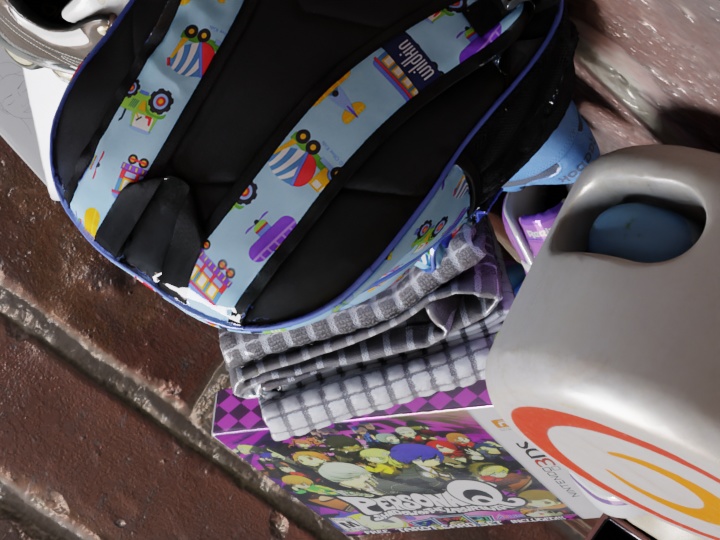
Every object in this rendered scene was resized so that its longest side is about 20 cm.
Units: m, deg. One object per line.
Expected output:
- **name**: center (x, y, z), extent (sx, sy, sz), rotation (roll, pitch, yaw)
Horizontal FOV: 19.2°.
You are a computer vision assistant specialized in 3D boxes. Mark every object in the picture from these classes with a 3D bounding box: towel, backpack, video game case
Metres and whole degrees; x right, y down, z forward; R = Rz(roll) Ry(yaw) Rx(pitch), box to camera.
- **towel**: center (0.000, 0.000, 1.219), extent (0.200, 0.165, 0.086), rotation (-99, -8, -63)
- **backpack**: center (-0.024, -0.064, 0.915), extent (0.182, 0.200, 0.135), rotation (33, 172, 17)
- **video game case**: center (0.039, 0.112, 1.303), extent (0.200, 0.036, 0.181), rotation (-7, 150, 26)

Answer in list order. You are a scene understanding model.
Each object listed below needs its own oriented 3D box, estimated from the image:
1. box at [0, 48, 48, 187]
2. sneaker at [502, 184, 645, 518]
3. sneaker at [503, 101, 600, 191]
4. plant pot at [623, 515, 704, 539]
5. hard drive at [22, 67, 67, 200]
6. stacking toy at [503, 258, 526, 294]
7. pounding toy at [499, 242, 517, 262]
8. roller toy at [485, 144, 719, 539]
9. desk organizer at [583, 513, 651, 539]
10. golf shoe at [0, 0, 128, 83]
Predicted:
- **box**: center (-0.163, -0.114, 1.319), extent (0.200, 0.124, 0.097), rotation (47, 180, 11)
- **sneaker**: center (0.113, 0.027, 1.116), extent (0.114, 0.073, 0.201), rotation (52, -158, -48)
- **sneaker**: center (0.059, -0.069, 1.082), extent (0.078, 0.066, 0.200), rotation (34, 175, -18)
- **plant pot**: center (0.225, 0.117, 1.276), extent (0.200, 0.135, 0.200), rotation (35, 175, 4)
- **hard drive**: center (-0.093, -0.095, 1.187), extent (0.200, 0.027, 0.132), rotation (5, 120, 22)
- **stacking toy**: center (0.128, 0.038, 1.243), extent (0.200, 0.085, 0.085), rotation (8, 155, 49)
- **pounding toy**: center (0.047, 0.019, 1.415), extent (0.142, 0.200, 0.184), rotation (39, -173, -32)
- **roller toy**: center (0.163, 0.034, 0.945), extent (0.200, 0.140, 0.182), rotation (25, 167, 10)
- **desk organizer**: center (0.117, 0.244, 1.266), extent (0.072, 0.200, 0.077), rotation (35, 172, 13)
- **golf shoe**: center (-0.102, -0.125, 1.086), extent (0.200, 0.078, 0.094), rotation (7, 166, 11)
